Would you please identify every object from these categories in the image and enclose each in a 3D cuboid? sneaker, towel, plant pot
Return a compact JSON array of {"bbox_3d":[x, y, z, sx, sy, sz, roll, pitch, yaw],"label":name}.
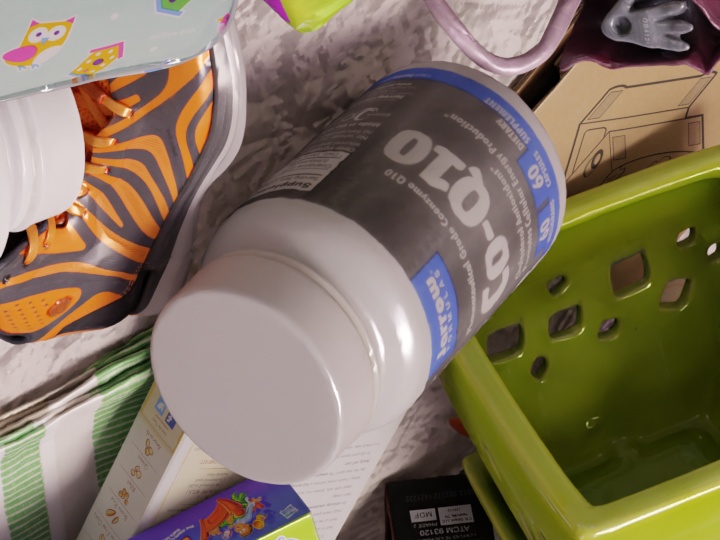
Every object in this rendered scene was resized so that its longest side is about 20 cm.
[{"bbox_3d":[-0.115,-0.043,1.069,0.112,0.078,0.201,-20,138,-35],"label":"sneaker"},{"bbox_3d":[-0.143,0.111,1.248,0.199,0.023,0.153,-30,144,-24],"label":"towel"},{"bbox_3d":[0.155,0.086,1.335,0.199,0.199,0.182,-21,138,-11],"label":"plant pot"}]

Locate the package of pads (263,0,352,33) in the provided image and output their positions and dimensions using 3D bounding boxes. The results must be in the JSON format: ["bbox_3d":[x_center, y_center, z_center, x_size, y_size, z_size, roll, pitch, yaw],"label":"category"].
[{"bbox_3d":[0.015,-0.206,1.051,0.200,0.068,0.155,-40,145,-9],"label":"package of pads"}]

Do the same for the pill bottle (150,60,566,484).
[{"bbox_3d":[0.000,0.000,1.151,0.200,0.113,0.114,-46,155,-46],"label":"pill bottle"}]

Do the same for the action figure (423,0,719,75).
[{"bbox_3d":[0.146,-0.156,1.218,0.149,0.134,0.200,-27,-166,41],"label":"action figure"}]

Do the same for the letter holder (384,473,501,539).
[{"bbox_3d":[0.117,0.188,1.471,0.199,0.101,0.143,-6,139,-5],"label":"letter holder"}]

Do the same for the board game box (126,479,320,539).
[{"bbox_3d":[-0.067,0.208,1.258,0.134,0.045,0.201,-26,125,-14],"label":"board game box"}]

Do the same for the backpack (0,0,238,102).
[{"bbox_3d":[-0.121,-0.159,0.882,0.175,0.153,0.201,-14,128,-31],"label":"backpack"}]

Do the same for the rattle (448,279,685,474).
[{"bbox_3d":[0.165,0.098,1.475,0.199,0.143,0.130,-21,156,-42],"label":"rattle"}]

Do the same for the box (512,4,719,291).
[{"bbox_3d":[0.140,-0.070,1.370,0.164,0.021,0.200,-50,147,7],"label":"box"}]

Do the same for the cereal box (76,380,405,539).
[{"bbox_3d":[-0.055,0.095,1.270,0.143,0.040,0.201,0,127,-45],"label":"cereal box"}]

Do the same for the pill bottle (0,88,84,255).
[{"bbox_3d":[-0.203,-0.030,0.957,0.199,0.109,0.110,-21,139,-33],"label":"pill bottle"}]
